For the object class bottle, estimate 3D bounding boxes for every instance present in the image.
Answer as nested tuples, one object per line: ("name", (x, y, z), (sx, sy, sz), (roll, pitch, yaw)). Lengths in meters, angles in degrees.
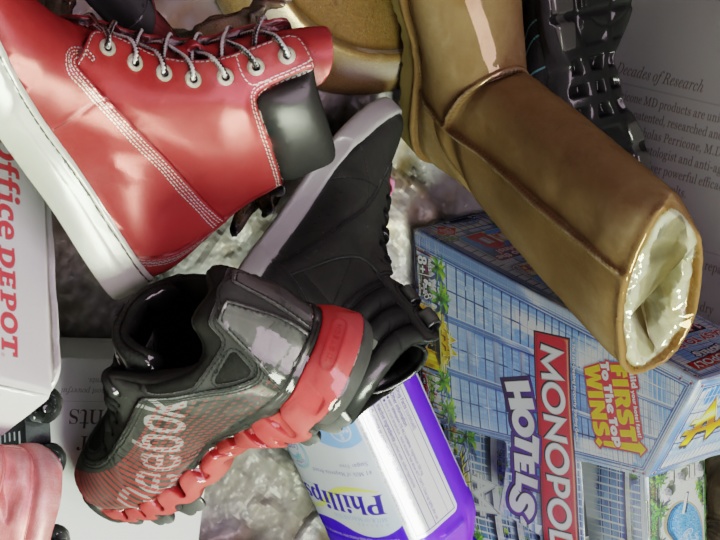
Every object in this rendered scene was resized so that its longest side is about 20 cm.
("bottle", (0.015, 0.116, 1.453), (0.065, 0.083, 0.200), (-39, 119, -31))

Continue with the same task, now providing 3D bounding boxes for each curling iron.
("curling iron", (-0.089, -0.114, 1.259), (0.050, 0.026, 0.200), (-38, 127, 18))

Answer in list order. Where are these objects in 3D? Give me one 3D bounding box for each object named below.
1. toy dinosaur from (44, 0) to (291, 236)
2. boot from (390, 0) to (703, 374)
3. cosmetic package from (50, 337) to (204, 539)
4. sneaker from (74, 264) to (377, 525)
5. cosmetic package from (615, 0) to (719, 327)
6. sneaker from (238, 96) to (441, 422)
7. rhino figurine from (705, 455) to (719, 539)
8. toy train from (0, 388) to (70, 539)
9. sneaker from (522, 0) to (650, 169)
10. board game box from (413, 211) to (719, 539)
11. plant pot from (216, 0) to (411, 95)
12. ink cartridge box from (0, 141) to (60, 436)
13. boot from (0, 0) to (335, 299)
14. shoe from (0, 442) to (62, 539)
("toy dinosaur", (-0.103, -0.068, 1.346), (0.199, 0.086, 0.136), (-12, 118, -22))
("boot", (0.092, -0.074, 1.360), (0.066, 0.200, 0.176), (-23, 134, -20))
("cosmetic package", (-0.171, 0.109, 1.355), (0.200, 0.052, 0.151), (2, 101, -32))
("sneaker", (-0.082, 0.052, 1.269), (0.098, 0.200, 0.071), (32, 53, -21))
("cosmetic package", (0.229, -0.046, 1.505), (0.167, 0.166, 0.201), (13, 93, -34))
("sneaker", (0.000, 0.000, 1.380), (0.099, 0.071, 0.200), (33, 46, -1))
("rhino figurine", (0.216, 0.126, 1.578), (0.200, 0.087, 0.060), (-45, 119, -17))
("toy train", (-0.158, 0.143, 1.319), (0.046, 0.034, 0.201), (-9, 106, -26))
("sneaker", (0.095, -0.112, 1.454), (0.075, 0.079, 0.201), (-14, 106, -43))
("board game box", (0.118, 0.083, 1.438), (0.062, 0.200, 0.201), (-14, 107, -39))
("plant pot", (0.010, -0.186, 1.423), (0.200, 0.027, 0.201), (-7, 104, -32))
("ink cartridge box", (-0.238, -0.012, 1.230), (0.200, 0.084, 0.145), (16, 55, -33))
("boot", (-0.094, -0.097, 1.217), (0.144, 0.072, 0.200), (-32, 128, 2))
("shoe", (-0.199, 0.158, 1.260), (0.091, 0.071, 0.201), (9, 115, -30))
